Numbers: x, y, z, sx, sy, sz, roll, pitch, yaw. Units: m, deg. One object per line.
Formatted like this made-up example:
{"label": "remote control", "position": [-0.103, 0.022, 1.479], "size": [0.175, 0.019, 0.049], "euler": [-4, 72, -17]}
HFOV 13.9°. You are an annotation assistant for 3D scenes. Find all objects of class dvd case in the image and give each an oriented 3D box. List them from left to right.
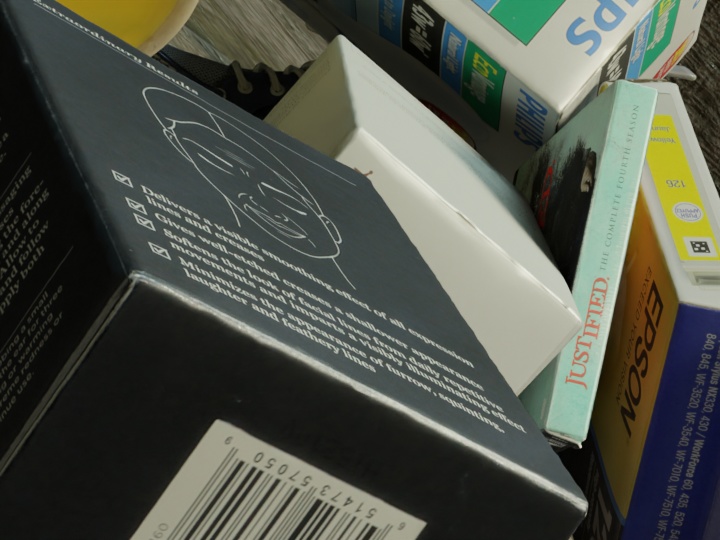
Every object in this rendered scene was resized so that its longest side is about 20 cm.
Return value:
{"label": "dvd case", "position": [0.079, 0.010, 1.243], "size": [0.022, 0.147, 0.200], "euler": [14, -10, -5]}

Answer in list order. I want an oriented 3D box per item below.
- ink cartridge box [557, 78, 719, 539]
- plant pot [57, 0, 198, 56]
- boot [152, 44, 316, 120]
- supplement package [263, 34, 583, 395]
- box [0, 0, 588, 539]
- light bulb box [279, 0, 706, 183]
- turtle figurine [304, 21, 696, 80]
{"label": "ink cartridge box", "position": [0.125, 0.057, 1.261], "size": [0.047, 0.199, 0.201], "euler": [1, 40, -9]}
{"label": "plant pot", "position": [-0.139, -0.179, 1.196], "size": [0.200, 0.201, 0.189], "euler": [37, 22, -37]}
{"label": "boot", "position": [-0.044, -0.080, 1.452], "size": [0.200, 0.090, 0.073], "euler": [42, 9, -13]}
{"label": "supplement package", "position": [0.000, 0.000, 1.187], "size": [0.117, 0.117, 0.200], "euler": [41, 9, -11]}
{"label": "box", "position": [-0.053, 0.026, 0.805], "size": [0.148, 0.107, 0.200], "euler": [28, 16, -28]}
{"label": "light bulb box", "position": [0.051, -0.152, 1.362], "size": [0.200, 0.125, 0.198], "euler": [40, -9, 9]}
{"label": "turtle figurine", "position": [0.052, -0.076, 1.715], "size": [0.194, 0.200, 0.144], "euler": [42, -26, 18]}
